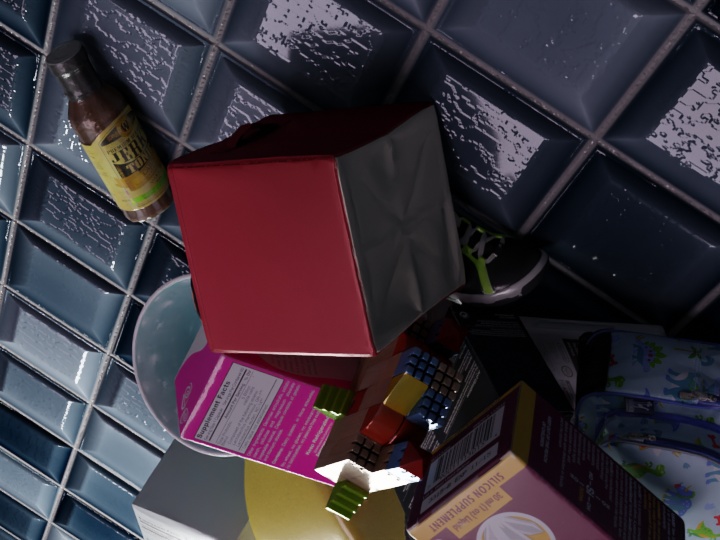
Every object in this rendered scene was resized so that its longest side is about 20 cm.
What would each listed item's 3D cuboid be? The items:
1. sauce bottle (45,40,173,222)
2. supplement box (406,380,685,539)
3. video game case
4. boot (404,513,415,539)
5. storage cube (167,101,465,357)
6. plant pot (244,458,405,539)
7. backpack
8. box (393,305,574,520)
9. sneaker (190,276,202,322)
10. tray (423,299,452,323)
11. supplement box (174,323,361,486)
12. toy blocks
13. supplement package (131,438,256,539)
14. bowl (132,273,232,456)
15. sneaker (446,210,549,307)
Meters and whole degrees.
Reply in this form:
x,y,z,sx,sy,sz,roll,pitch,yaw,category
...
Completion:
x,y,z,sx,sy,sz,roll,pitch,yaw,category
-0.255,-0.140,1.440,0.064,0.065,0.201,5,139,34,sauce bottle
0.156,0.213,1.185,0.200,0.103,0.131,40,120,-12,supplement box
0.240,0.124,1.405,0.181,0.023,0.201,3,135,37,video game case
0.129,0.286,1.422,0.131,0.200,0.070,14,115,-26,boot
-0.033,-0.036,1.244,0.179,0.171,0.202,-1,109,34,storage cube
-0.018,0.247,1.626,0.195,0.194,0.201,-11,118,46,plant pot
0.290,0.159,1.271,0.198,0.148,0.184,3,135,9,backpack
0.103,0.156,1.315,0.078,0.142,0.201,6,126,-23,box
-0.115,0.065,1.411,0.201,0.077,0.112,55,-177,5,sneaker
0.000,0.000,1.445,0.199,0.022,0.108,20,143,18,tray
-0.066,0.121,1.352,0.199,0.101,0.104,22,113,-20,supplement box
0.035,0.112,1.249,0.099,0.201,0.137,31,155,-16,toy blocks
-0.164,0.298,1.793,0.146,0.192,0.201,18,143,20,supplement package
-0.140,0.091,1.556,0.199,0.105,0.203,5,104,23,bowl
0.075,-0.024,1.311,0.199,0.072,0.083,8,136,31,sneaker
